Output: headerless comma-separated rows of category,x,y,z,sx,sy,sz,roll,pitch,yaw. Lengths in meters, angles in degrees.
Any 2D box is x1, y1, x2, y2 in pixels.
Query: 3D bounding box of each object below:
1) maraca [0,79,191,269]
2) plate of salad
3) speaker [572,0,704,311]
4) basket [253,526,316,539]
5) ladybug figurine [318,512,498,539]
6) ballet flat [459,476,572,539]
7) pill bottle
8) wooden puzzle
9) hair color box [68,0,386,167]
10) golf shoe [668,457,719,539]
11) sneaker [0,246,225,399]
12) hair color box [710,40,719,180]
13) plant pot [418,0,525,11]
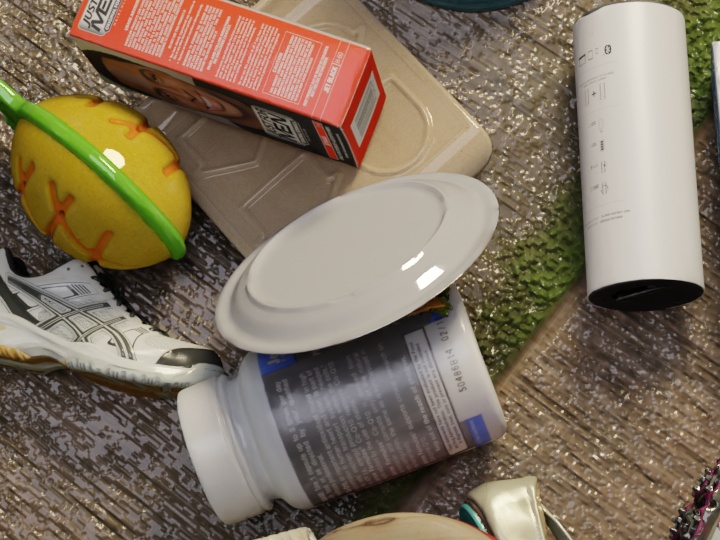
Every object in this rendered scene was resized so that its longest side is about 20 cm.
maraca,-0.194,-0.072,1.286,0.200,0.137,0.107,36,75,30
plate of salad,0.000,0.000,1.198,0.199,0.048,0.201,-21,27,11
speaker,0.187,-0.076,1.255,0.080,0.081,0.202,-4,73,8
basket,-0.058,0.274,1.126,0.135,0.123,0.201,-41,71,33
ladybug figurine,0.038,0.218,1.168,0.199,0.072,0.137,-12,89,38
ballet flat,0.128,0.224,1.188,0.069,0.070,0.201,-23,71,2
pill bottle,-0.013,0.090,1.222,0.198,0.114,0.115,-21,71,3
wooden puzzle,-0.034,-0.093,1.320,0.185,0.046,0.200,-41,76,-4
hair color box,-0.088,-0.140,1.261,0.199,0.102,0.062,20,80,12
golf shoe,0.227,0.216,1.172,0.091,0.073,0.202,20,85,0
sneaker,-0.184,0.034,1.288,0.198,0.076,0.088,13,76,12
hair color box,0.292,-0.055,1.241,0.099,0.061,0.202,-4,72,9
plant pot,0.074,-0.311,1.289,0.198,0.188,0.202,-3,74,9
